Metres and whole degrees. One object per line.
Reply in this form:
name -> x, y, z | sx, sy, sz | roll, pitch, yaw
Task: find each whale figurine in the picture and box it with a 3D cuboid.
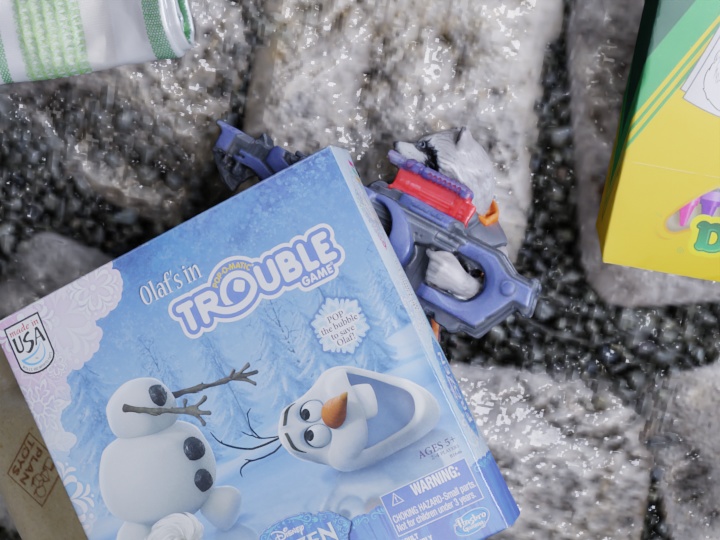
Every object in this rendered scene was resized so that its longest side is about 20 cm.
whale figurine -> -0.149, 0.112, 0.787 | 0.200, 0.104, 0.160 | 33, 105, 19

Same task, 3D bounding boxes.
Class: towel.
towel -> -0.197, -0.170, 0.721 | 0.199, 0.031, 0.150 | -8, 106, 8

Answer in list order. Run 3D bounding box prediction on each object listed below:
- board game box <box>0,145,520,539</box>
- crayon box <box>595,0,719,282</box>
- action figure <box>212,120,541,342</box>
board game box -> -0.054, 0.072, 0.678 | 0.199, 0.043, 0.200 | -27, 84, 13
crayon box -> 0.235, -0.076, 0.696 | 0.199, 0.058, 0.174 | 10, 109, 2
action figure -> 0.000, 0.000, 0.744 | 0.200, 0.105, 0.194 | 37, 102, 19
